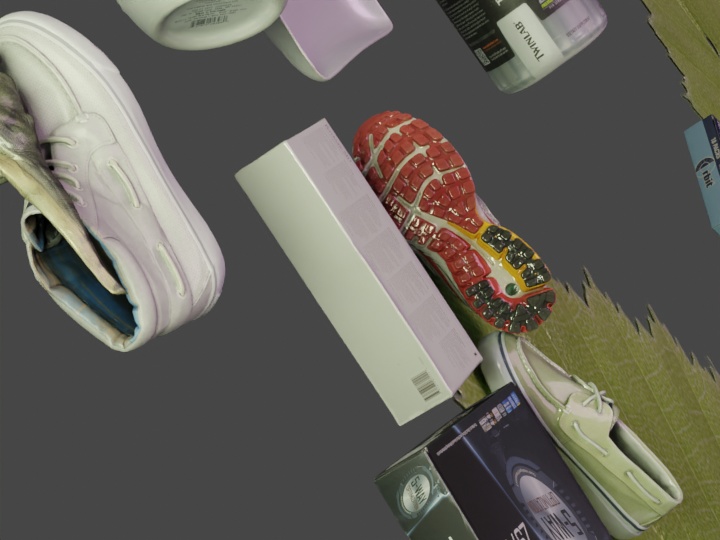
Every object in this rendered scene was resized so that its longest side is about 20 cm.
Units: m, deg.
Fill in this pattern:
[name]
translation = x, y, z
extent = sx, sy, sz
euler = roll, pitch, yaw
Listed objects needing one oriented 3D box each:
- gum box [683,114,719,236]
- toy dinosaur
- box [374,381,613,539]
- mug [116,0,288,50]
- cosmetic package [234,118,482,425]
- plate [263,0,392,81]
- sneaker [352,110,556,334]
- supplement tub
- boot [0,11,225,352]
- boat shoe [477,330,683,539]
[gum box]
translation = 0.457, -0.060, 2.344
extent = 0.200, 0.045, 0.170
euler = 41, 29, -35
[toy dinosaur]
translation = -0.196, -0.061, 1.038
extent = 0.088, 0.048, 0.200
euler = -8, 51, -36
[box]
translation = 0.099, 0.172, 1.355
extent = 0.160, 0.043, 0.200
euler = 59, 23, 3
[mug]
translation = -0.089, -0.244, 1.340
extent = 0.200, 0.148, 0.176
euler = -6, 71, -26
[cosmetic package]
translation = 0.000, 0.000, 1.367
extent = 0.200, 0.051, 0.083
euler = 57, 25, -2
[plate]
translation = -0.065, -0.242, 1.564
extent = 0.200, 0.032, 0.200
euler = 56, 23, -7
[sneaker]
translation = 0.062, -0.031, 1.523
extent = 0.200, 0.078, 0.082
euler = 53, -5, 3
[supplement tub]
translation = 0.125, -0.273, 1.862
extent = 0.200, 0.122, 0.123
euler = 54, 24, -8
[boot]
translation = -0.155, -0.050, 1.102
extent = 0.200, 0.074, 0.096
euler = 53, 28, 1
[boat shoe]
translation = 0.166, 0.115, 1.534
extent = 0.200, 0.062, 0.072
euler = 49, 25, -17
